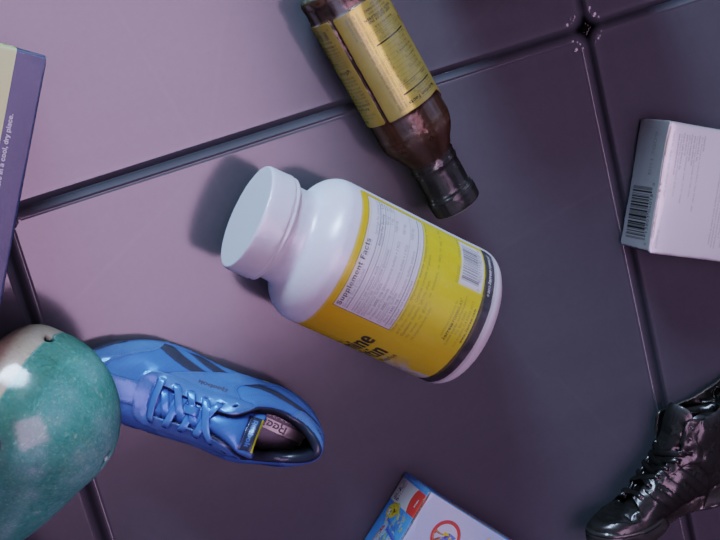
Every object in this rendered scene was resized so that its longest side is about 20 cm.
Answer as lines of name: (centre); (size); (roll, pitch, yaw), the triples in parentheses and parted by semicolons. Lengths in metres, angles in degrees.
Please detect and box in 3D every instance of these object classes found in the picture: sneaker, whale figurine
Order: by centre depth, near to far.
whale figurine: (-0.230, 0.140, 0.927); (0.103, 0.159, 0.202); (23, 107, 6)
sneaker: (-0.117, 0.102, 1.004); (0.198, 0.078, 0.067); (18, 94, -20)
sneaker: (0.272, 0.161, 1.168); (0.198, 0.060, 0.106); (-18, 106, -22)

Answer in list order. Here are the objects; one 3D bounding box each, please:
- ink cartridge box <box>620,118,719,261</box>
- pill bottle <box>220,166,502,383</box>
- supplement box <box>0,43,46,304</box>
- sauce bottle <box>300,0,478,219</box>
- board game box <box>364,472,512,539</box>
ink cartridge box: (0.327, -0.061, 1.155); (0.197, 0.050, 0.111); (7, 96, -22)
pill bottle: (0.000, 0.000, 1.011); (0.198, 0.112, 0.113); (25, 90, -21)
supplement box: (-0.326, -0.065, 0.868); (0.197, 0.134, 0.203); (10, 96, -22)
sauce bottle: (0.027, -0.132, 1.026); (0.064, 0.065, 0.201); (-34, 110, -12)
board game box: (0.068, 0.304, 1.116); (0.199, 0.056, 0.197); (35, 86, -21)
